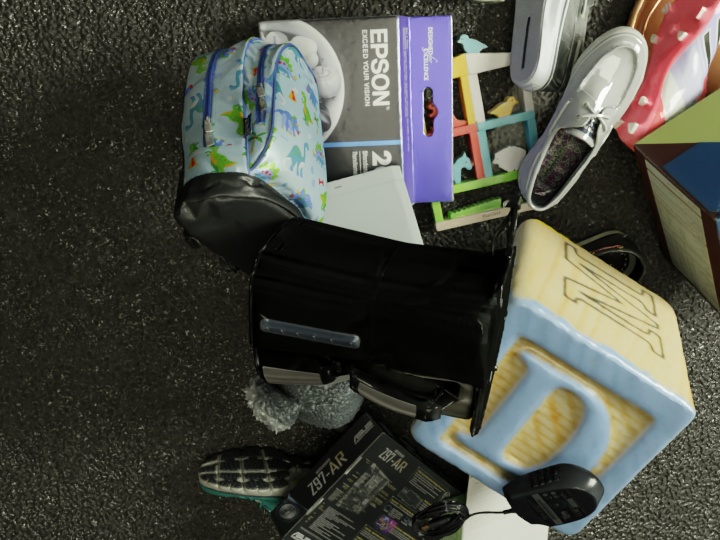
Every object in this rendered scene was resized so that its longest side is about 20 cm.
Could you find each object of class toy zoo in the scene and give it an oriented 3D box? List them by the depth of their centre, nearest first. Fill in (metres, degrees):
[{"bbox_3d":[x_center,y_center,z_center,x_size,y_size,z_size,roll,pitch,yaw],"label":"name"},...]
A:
[{"bbox_3d":[0.126,-0.154,0.897,0.130,0.020,0.202,-13,106,-1],"label":"toy zoo"}]

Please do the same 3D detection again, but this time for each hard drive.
[{"bbox_3d":[0.000,0.000,0.799,0.131,0.026,0.201,-15,62,0],"label":"hard drive"}]

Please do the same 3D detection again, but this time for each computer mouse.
[{"bbox_3d":[0.133,0.217,0.774,0.199,0.034,0.059,-20,124,28],"label":"computer mouse"}]

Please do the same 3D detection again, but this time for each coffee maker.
[{"bbox_3d":[0.020,0.018,0.675,0.198,0.135,0.194,11,95,13],"label":"coffee maker"}]

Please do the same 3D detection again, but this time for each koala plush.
[{"bbox_3d":[-0.045,0.095,0.859,0.176,0.200,0.185,-17,106,0],"label":"koala plush"}]

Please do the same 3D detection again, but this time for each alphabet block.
[{"bbox_3d":[0.189,0.099,0.830,0.196,0.200,0.196,34,119,-2],"label":"alphabet block"}]

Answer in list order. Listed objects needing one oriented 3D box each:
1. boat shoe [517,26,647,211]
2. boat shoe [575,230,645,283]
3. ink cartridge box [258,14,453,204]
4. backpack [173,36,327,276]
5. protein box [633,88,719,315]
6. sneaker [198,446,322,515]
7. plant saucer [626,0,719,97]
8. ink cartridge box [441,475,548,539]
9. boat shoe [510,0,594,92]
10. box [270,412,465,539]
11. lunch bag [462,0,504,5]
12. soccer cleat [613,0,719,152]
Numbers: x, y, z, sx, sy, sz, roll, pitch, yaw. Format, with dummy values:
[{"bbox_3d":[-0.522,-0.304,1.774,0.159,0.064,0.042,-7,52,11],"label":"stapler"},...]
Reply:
[{"bbox_3d":[0.222,-0.147,0.834,0.072,0.069,0.200,30,119,-11],"label":"boat shoe"},{"bbox_3d":[0.224,0.024,0.933,0.200,0.063,0.074,-30,109,10],"label":"boat shoe"},{"bbox_3d":[0.000,-0.161,0.861,0.198,0.043,0.200,-2,106,3],"label":"ink cartridge box"},{"bbox_3d":[-0.100,-0.118,0.770,0.153,0.201,0.163,-27,147,13],"label":"backpack"},{"bbox_3d":[0.417,-0.082,0.843,0.198,0.135,0.200,-33,136,4],"label":"protein box"},{"bbox_3d":[-0.094,0.265,0.970,0.198,0.078,0.080,12,113,-8],"label":"sneaker"},{"bbox_3d":[0.376,-0.245,0.886,0.198,0.037,0.202,-1,105,-4],"label":"plant saucer"},{"bbox_3d":[0.165,0.266,0.975,0.145,0.048,0.202,-8,107,-32],"label":"ink cartridge box"},{"bbox_3d":[0.204,-0.283,0.850,0.070,0.072,0.202,4,103,-31],"label":"boat shoe"},{"bbox_3d":[0.018,0.275,0.949,0.160,0.044,0.200,-47,127,0],"label":"box"},{"bbox_3d":[0.071,-0.334,0.767,0.118,0.164,0.200,-44,105,11],"label":"lunch bag"},{"bbox_3d":[0.334,-0.212,0.845,0.076,0.067,0.201,19,104,-25],"label":"soccer cleat"}]
